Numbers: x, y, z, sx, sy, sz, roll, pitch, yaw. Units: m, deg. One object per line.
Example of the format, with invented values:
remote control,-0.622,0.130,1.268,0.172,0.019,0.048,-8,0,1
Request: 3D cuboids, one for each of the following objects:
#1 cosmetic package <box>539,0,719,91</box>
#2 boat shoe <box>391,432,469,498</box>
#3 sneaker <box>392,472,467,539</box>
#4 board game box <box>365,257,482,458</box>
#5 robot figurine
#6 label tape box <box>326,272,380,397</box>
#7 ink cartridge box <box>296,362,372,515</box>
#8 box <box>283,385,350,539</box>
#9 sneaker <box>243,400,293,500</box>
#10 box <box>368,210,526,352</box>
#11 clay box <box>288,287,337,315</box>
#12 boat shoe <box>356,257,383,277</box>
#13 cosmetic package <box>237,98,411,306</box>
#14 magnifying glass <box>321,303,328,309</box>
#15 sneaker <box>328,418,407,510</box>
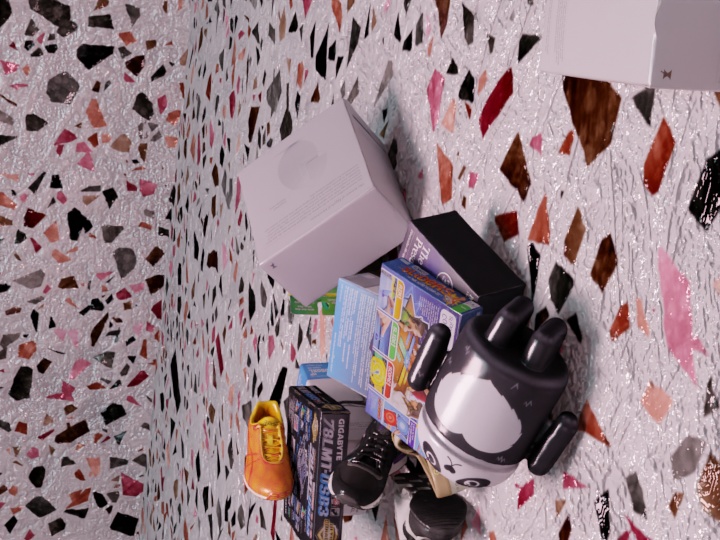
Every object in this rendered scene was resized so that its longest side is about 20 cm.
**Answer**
cosmetic package,0.239,-0.217,1.018,0.200,0.083,0.109,-143,57,-66
boat shoe,0.070,0.193,1.418,0.200,0.066,0.075,50,160,44
sneaker,0.085,0.318,1.442,0.200,0.073,0.090,-155,66,-81
board game box,0.068,0.105,1.318,0.135,0.034,0.203,34,128,41
robot figurine,0.136,0.128,1.195,0.202,0.123,0.151,-64,34,25
label tape box,0.048,0.103,1.550,0.199,0.066,0.146,23,112,41
ink cartridge box,-0.043,0.257,1.792,0.201,0.083,0.147,-120,36,-55
box,-0.065,0.278,1.644,0.198,0.049,0.204,-167,79,-73
sneaker,-0.137,0.260,1.687,0.201,0.072,0.078,-115,27,-60
box,0.097,0.056,1.362,0.141,0.078,0.202,47,136,34
clay box,-0.054,-0.033,1.806,0.048,0.113,0.204,154,115,-69
boat shoe,0.001,0.000,1.710,0.201,0.071,0.068,-115,34,-48
cosmetic package,-0.050,-0.096,1.652,0.198,0.123,0.202,-33,43,15
magnifying glass,-0.053,-0.023,1.952,0.080,0.022,0.203,129,137,-61
sneaker,0.016,0.234,1.522,0.200,0.075,0.089,-42,-30,-65
